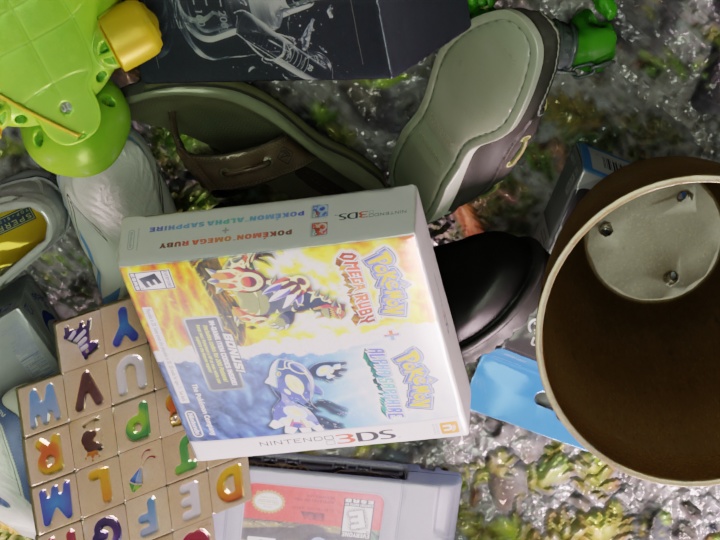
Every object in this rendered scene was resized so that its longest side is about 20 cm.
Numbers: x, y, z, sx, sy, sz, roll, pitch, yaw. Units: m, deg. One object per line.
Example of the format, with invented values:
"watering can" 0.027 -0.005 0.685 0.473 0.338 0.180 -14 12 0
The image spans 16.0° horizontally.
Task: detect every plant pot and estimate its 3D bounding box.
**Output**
"plant pot" 0.188 0.007 1.537 0.186 0.200 0.187 -1 107 -2

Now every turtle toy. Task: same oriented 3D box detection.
"turtle toy" -0.196 -0.137 1.512 0.145 0.101 0.200 -27 118 -4

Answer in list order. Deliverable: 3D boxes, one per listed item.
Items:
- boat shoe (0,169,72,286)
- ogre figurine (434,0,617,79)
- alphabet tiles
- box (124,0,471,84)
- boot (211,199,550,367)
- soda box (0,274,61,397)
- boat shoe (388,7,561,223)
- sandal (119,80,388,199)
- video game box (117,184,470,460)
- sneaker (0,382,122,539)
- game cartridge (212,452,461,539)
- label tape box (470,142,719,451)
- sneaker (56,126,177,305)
"boat shoe" -0.278 0.008 1.653 0.201 0.086 0.075 -26 104 11
"ogre figurine" 0.089 -0.198 1.587 0.120 0.098 0.200 -19 144 -2
"alphabet tiles" -0.143 0.113 1.647 0.166 0.006 0.201 -19 113 -35
"box" -0.050 -0.220 1.505 0.182 0.104 0.201 1 112 31
"boot" -0.001 0.002 1.620 0.211 0.080 0.158 -26 130 22
"soda box" -0.287 0.086 1.693 0.200 0.068 0.064 -31 108 9
"boat shoe" 0.079 -0.103 1.591 0.060 0.201 0.072 -20 70 -32
"sandal" -0.067 -0.069 1.615 0.201 0.080 0.058 27 63 -26
"video game box" -0.036 0.037 1.568 0.181 0.047 0.200 -8 138 8
"sneaker" -0.174 0.150 1.669 0.088 0.075 0.200 -44 122 14
"game cartridge" -0.036 0.192 1.753 0.199 0.041 0.134 5 113 -3
"label tape box" 0.169 0.036 1.686 0.143 0.066 0.201 21 106 -8
"sneaker" -0.148 -0.018 1.666 0.072 0.073 0.201 -15 123 -4
